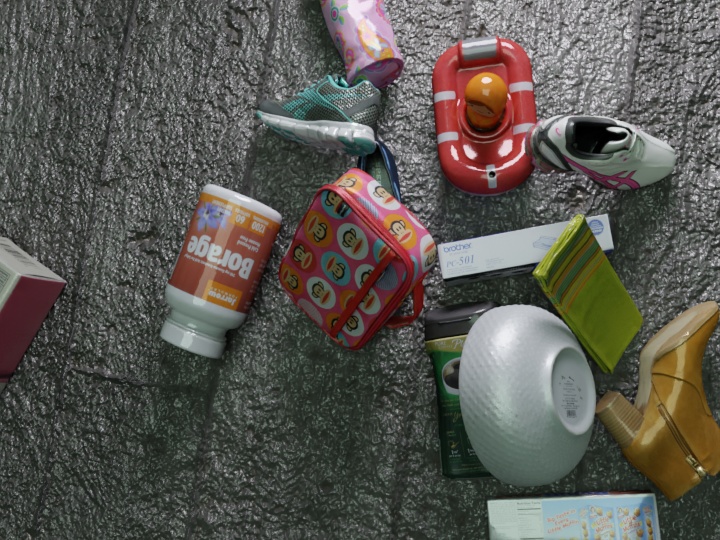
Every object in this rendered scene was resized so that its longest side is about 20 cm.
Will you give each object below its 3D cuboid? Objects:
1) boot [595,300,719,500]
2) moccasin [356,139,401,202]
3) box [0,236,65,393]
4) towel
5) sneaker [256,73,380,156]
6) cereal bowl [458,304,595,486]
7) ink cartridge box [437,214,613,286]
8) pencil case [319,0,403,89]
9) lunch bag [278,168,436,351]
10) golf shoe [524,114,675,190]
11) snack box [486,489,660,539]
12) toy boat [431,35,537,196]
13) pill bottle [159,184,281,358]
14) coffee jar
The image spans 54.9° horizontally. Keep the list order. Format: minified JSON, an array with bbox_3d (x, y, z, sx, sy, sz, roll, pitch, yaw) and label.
[{"bbox_3d":[0.384,0.152,0.808,0.144,0.071,0.201,44,90,2],"label":"boot"},{"bbox_3d":[0.019,-0.067,0.888,0.079,0.068,0.205,-12,82,8],"label":"moccasin"},{"bbox_3d":[-0.526,0.064,0.950,0.127,0.109,0.202,31,90,11],"label":"box"},{"bbox_3d":[0.265,0.032,0.784,0.086,0.200,0.018,-50,34,-9],"label":"towel"},{"bbox_3d":[-0.049,-0.208,0.893,0.197,0.077,0.093,18,88,34],"label":"sneaker"},{"bbox_3d":[0.200,0.134,0.765,0.082,0.198,0.205,-16,79,44],"label":"cereal bowl"},{"bbox_3d":[0.194,-0.022,0.839,0.195,0.094,0.045,-10,82,8],"label":"ink cartridge box"},{"bbox_3d":[-0.010,-0.341,0.918,0.086,0.087,0.204,-21,80,7],"label":"pencil case"},{"bbox_3d":[0.000,0.000,0.830,0.176,0.082,0.201,43,137,8],"label":"lunch bag"},{"bbox_3d":[0.295,-0.136,0.809,0.196,0.092,0.074,4,90,-18],"label":"golf shoe"},{"bbox_3d":[0.252,0.305,0.828,0.195,0.024,0.074,-5,82,10],"label":"snack box"},{"bbox_3d":[0.152,-0.196,0.846,0.127,0.131,0.205,-6,83,10],"label":"toy boat"},{"bbox_3d":[-0.184,0.003,0.894,0.110,0.112,0.204,20,88,11],"label":"pill bottle"},{"bbox_3d":[0.136,0.141,0.833,0.102,0.085,0.205,-10,82,24],"label":"coffee jar"}]
